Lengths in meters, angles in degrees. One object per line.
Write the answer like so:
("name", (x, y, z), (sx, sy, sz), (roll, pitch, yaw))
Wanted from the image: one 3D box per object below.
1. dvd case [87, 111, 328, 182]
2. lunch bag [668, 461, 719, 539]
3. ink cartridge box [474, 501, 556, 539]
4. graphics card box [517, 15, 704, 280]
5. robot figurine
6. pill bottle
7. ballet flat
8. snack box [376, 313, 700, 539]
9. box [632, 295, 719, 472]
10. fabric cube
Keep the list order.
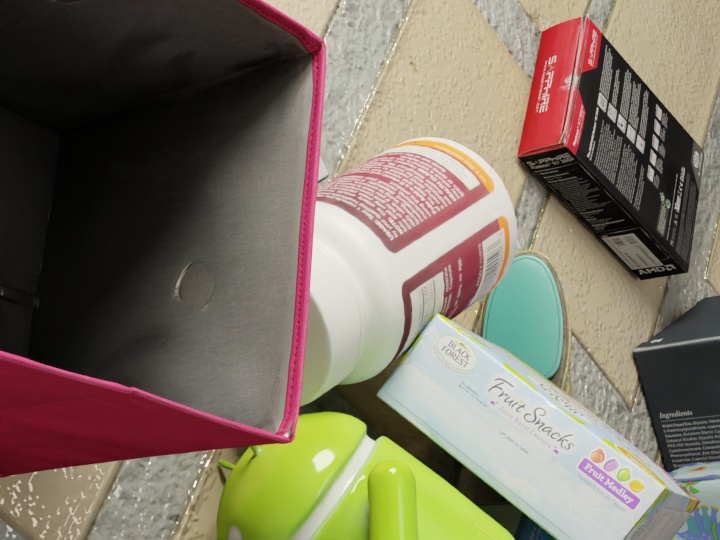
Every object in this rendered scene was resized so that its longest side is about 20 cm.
("dvd case", (-0.107, -0.118, 0.904), (0.150, 0.025, 0.200), (-34, 100, -52))
("lunch bag", (0.304, 0.225, 1.218), (0.082, 0.200, 0.161), (-6, 84, -45))
("ink cartridge box", (0.110, 0.270, 1.059), (0.200, 0.084, 0.145), (52, 46, -31))
("graphics card box", (0.206, -0.095, 1.294), (0.200, 0.051, 0.126), (38, 53, -39))
("robot figurine", (0.006, 0.159, 0.891), (0.200, 0.175, 0.116), (38, 64, 0))
("pill bottle", (0.000, 0.000, 0.963), (0.200, 0.114, 0.115), (-31, 106, -50))
("ballet flat", (0.122, 0.088, 1.143), (0.071, 0.071, 0.201), (11, 72, -49))
("snack box", (0.117, 0.112, 0.992), (0.068, 0.169, 0.200), (-54, 161, 4))
("box", (0.330, 0.130, 1.349), (0.148, 0.107, 0.201), (-27, 102, -50))
("fabric cube", (-0.157, -0.029, 0.708), (0.200, 0.199, 0.197), (24, 64, -46))
